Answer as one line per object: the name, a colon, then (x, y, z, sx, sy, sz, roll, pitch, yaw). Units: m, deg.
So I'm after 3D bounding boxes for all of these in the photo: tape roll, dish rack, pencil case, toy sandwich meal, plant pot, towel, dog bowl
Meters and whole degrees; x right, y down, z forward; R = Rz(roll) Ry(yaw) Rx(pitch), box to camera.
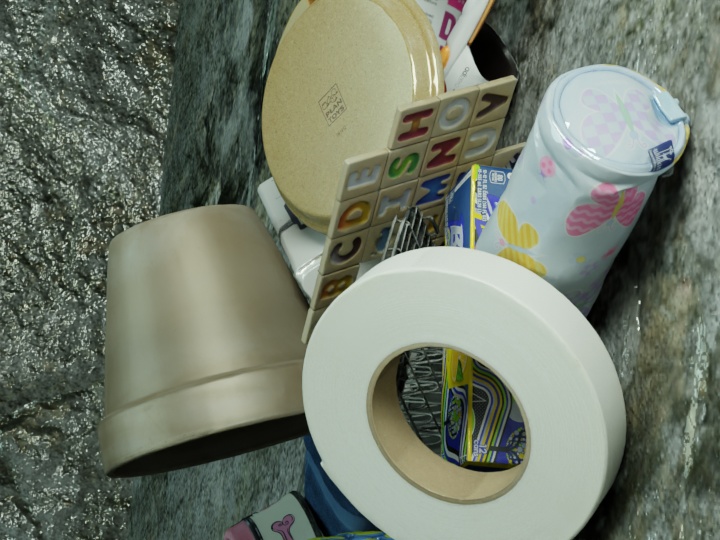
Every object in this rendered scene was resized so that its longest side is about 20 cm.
tape roll: (0.058, 0.084, 1.002, 0.037, 0.202, 0.203, -41, -29, -54)
dish rack: (0.035, 0.063, 1.144, 0.200, 0.054, 0.154, 67, -154, -42)
pencil case: (0.121, -0.029, 0.990, 0.083, 0.091, 0.200, 48, 142, 22)
toy sandwich meal: (0.001, -0.116, 1.216, 0.205, 0.070, 0.206, -6, 82, 46)
plant pot: (-0.114, 0.049, 1.273, 0.200, 0.200, 0.174, 138, 119, -69)
towel: (-0.014, 0.167, 1.411, 0.200, 0.048, 0.112, 93, 152, -47)
dog bowl: (-0.065, 0.302, 1.491, 0.200, 0.074, 0.201, 165, 90, -78)

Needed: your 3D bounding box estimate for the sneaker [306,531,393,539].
sneaker: (0.013, 0.249, 1.321, 0.200, 0.071, 0.083, -16, 83, 60)

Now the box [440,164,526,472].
box: (0.094, 0.036, 1.105, 0.064, 0.070, 0.200, 130, 144, -68)

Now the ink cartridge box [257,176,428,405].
ink cartridge box: (0.000, 0.000, 1.335, 0.145, 0.084, 0.200, 57, -178, -24)

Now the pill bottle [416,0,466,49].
pill bottle: (0.031, -0.201, 1.348, 0.113, 0.113, 0.200, 173, 112, -76)

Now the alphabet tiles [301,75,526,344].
alphabet tiles: (0.045, -0.043, 1.158, 0.008, 0.167, 0.200, 49, 141, 32)

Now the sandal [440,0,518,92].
sandal: (0.090, -0.156, 1.216, 0.207, 0.059, 0.079, -63, -2, 38)

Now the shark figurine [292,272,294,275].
shark figurine: (-0.022, -0.083, 1.596, 0.215, 0.089, 0.128, 117, 157, -50)
